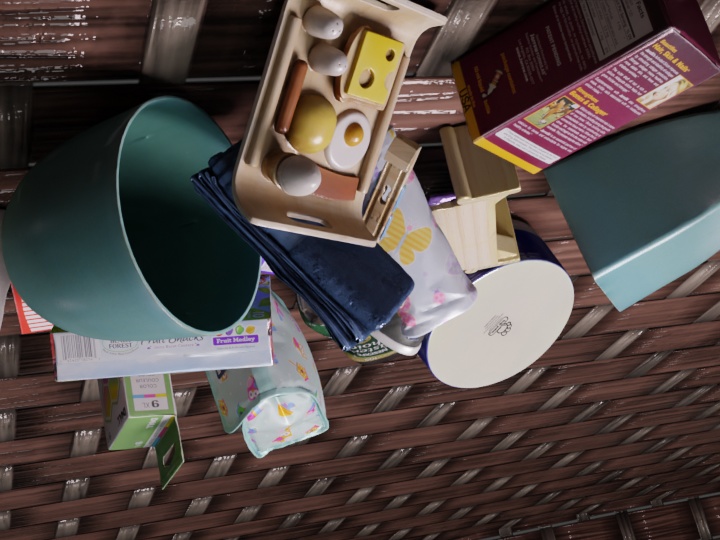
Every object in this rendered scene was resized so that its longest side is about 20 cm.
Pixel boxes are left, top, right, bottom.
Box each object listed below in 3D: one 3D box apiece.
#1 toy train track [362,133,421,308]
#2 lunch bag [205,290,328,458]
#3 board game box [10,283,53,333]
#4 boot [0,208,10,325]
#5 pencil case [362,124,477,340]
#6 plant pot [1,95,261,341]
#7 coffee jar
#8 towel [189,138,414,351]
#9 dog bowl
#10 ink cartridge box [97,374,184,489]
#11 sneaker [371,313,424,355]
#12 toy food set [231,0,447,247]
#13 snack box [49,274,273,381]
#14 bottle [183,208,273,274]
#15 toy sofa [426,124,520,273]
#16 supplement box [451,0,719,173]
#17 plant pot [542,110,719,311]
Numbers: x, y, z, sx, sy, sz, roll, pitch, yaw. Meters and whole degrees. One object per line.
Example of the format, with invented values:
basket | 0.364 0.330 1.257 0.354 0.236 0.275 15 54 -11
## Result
toy train track | 0.003 -0.031 1.071 0.033 0.114 0.201 -40 159 -52
lunch bag | -0.121 0.107 1.400 0.121 0.171 0.200 -22 157 0
board game box | -0.259 0.002 1.238 0.198 0.047 0.152 -8 156 -14
boot | -0.368 0.036 1.073 0.090 0.201 0.073 -27 123 31
pencil case | 0.035 -0.038 1.128 0.083 0.201 0.091 -28 -168 0
plant pot | -0.204 -0.030 1.020 0.160 0.202 0.200 -13 160 27
coffee jar | 0.002 0.052 1.456 0.104 0.086 0.200 -20 157 12
towel | -0.046 -0.028 1.013 0.049 0.200 0.112 -47 178 31
dog bowl | 0.149 0.041 1.413 0.199 0.079 0.201 -16 135 -17
ink cartridge box | -0.255 0.140 1.358 0.059 0.201 0.104 -2 154 -27
sneaker | 0.000 0.000 1.303 0.100 0.199 0.071 -59 179 24
toy food set | -0.011 -0.125 0.955 0.143 0.060 0.201 9 104 -44
snack box | -0.183 0.051 1.140 0.198 0.053 0.142 -3 -162 -4
bottle | -0.100 -0.040 1.191 0.199 0.065 0.084 8 105 -43
toy sofa | 0.112 -0.071 1.243 0.097 0.083 0.200 -12 158 4
supplement box | 0.195 -0.177 1.043 0.199 0.086 0.110 -28 153 31
plant pot | 0.328 -0.077 1.299 0.199 0.142 0.141 -28 155 13
